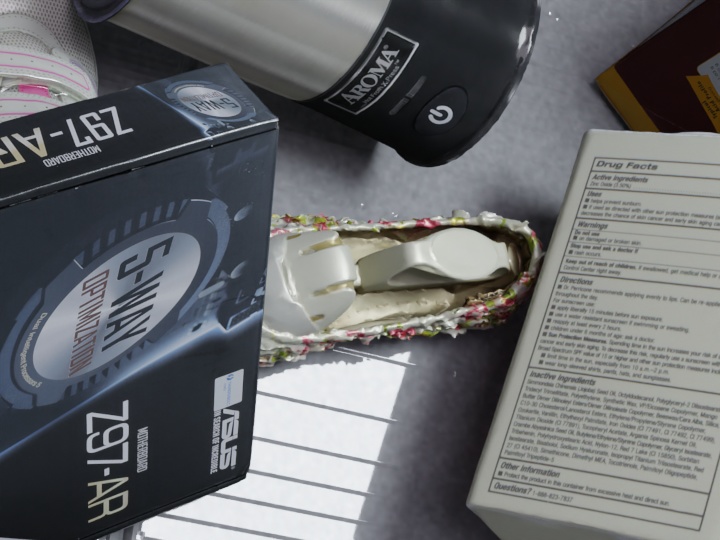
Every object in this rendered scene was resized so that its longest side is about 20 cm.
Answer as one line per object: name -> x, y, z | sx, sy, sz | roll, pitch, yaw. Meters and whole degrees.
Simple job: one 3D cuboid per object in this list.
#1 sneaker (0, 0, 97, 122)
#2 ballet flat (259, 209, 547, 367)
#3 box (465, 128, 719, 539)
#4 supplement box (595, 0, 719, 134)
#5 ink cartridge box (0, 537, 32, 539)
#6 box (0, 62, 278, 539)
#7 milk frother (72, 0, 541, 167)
sneaker -> -0.141, -0.054, 0.759 | 0.081, 0.088, 0.202 | -2, 76, -25
ballet flat -> 0.000, 0.000, 0.823 | 0.198, 0.064, 0.076 | -10, 79, -26
box -> 0.150, 0.048, 0.820 | 0.109, 0.127, 0.201 | 46, 58, -49
supplement box -> 0.266, -0.086, 0.891 | 0.133, 0.200, 0.198 | -39, 93, -29
ink cartridge box -> -0.149, 0.198, 0.671 | 0.198, 0.084, 0.177 | 8, 105, -22
box -> -0.116, 0.028, 0.695 | 0.159, 0.201, 0.044 | -18, 47, -28
milk frother -> -0.019, -0.180, 0.822 | 0.187, 0.181, 0.200 | 22, 23, -31
